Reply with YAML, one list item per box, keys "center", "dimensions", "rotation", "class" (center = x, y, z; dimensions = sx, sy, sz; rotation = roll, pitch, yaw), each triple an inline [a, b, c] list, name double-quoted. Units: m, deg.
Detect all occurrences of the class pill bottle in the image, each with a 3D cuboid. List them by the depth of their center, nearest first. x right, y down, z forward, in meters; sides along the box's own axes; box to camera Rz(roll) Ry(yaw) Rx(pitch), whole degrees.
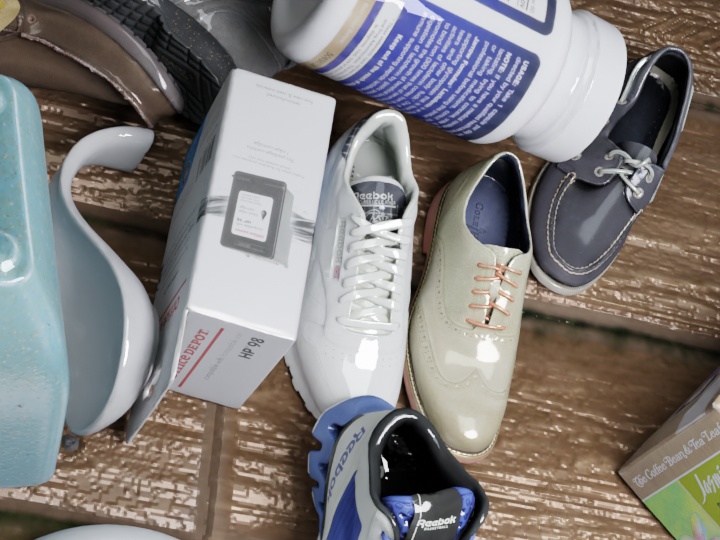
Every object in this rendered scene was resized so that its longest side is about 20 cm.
- center: [0.056, -0.145, 1.098]
  dimensions: [0.199, 0.116, 0.116]
  rotation: [23, 59, -24]
  class: "pill bottle"

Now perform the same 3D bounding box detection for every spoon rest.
- center: [-0.152, 0.001, 1.041]
  dimensions: [0.060, 0.099, 0.201]
  rotation: [15, 50, -25]
  class: "spoon rest"

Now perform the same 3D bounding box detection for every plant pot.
- center: [-0.246, -0.008, 0.941]
  dimensions: [0.195, 0.200, 0.197]
  rotation: [-1, 66, -21]
  class: "plant pot"

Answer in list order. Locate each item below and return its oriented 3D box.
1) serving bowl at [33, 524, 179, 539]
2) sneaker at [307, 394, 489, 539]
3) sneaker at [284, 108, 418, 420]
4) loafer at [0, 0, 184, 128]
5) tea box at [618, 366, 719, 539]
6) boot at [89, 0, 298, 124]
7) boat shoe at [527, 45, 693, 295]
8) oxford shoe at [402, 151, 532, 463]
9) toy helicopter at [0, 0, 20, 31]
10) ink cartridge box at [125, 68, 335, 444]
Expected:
- center: [-0.128, 0.224, 0.954]
  dimensions: [0.199, 0.066, 0.201]
  rotation: [8, 63, -16]
  class: "serving bowl"
- center: [0.017, 0.163, 0.994]
  dimensions: [0.080, 0.115, 0.200]
  rotation: [1, 80, -20]
  class: "sneaker"
- center: [0.000, 0.000, 1.099]
  dimensions: [0.076, 0.081, 0.201]
  rotation: [8, 66, -19]
  class: "sneaker"
- center: [-0.197, -0.137, 1.099]
  dimensions: [0.200, 0.073, 0.071]
  rotation: [32, 84, 11]
  class: "loafer"
- center: [0.308, 0.118, 1.127]
  dimensions: [0.197, 0.134, 0.200]
  rotation: [47, 59, 6]
  class: "tea box"
- center: [-0.112, -0.192, 1.166]
  dimensions: [0.200, 0.070, 0.132]
  rotation: [50, 52, 2]
  class: "boot"
- center: [0.168, -0.073, 1.206]
  dimensions: [0.072, 0.063, 0.200]
  rotation: [33, 59, -3]
  class: "boat shoe"
- center: [0.069, 0.018, 1.119]
  dimensions: [0.070, 0.074, 0.201]
  rotation: [10, 63, -16]
  class: "oxford shoe"
- center: [-0.221, -0.151, 0.988]
  dimensions: [0.079, 0.200, 0.132]
  rotation: [46, 23, 8]
  class: "toy helicopter"
- center: [-0.075, 0.001, 1.050]
  dimensions: [0.066, 0.116, 0.201]
  rotation: [16, 62, -14]
  class: "ink cartridge box"
